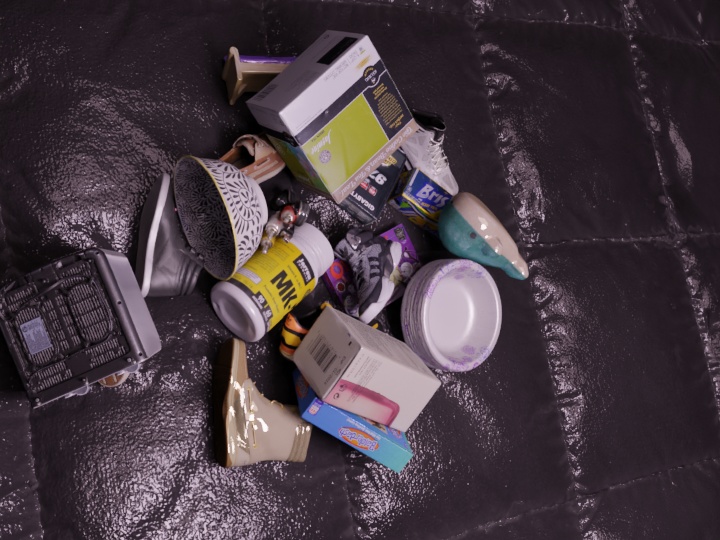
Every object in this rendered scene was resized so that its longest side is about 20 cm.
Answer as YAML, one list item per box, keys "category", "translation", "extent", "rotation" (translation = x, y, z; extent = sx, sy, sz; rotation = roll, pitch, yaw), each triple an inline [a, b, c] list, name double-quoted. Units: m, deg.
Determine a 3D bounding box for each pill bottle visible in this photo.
- category: "pill bottle"
  translation: [-0.142, 0.014, 1.460]
  extent: [0.200, 0.114, 0.115]
  rotation: [-44, 101, -32]

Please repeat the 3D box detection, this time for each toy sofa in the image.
- category: "toy sofa"
  translation: [-0.139, -0.354, 1.554]
  extent: [0.198, 0.083, 0.099]
  rotation: [-4, 71, -21]

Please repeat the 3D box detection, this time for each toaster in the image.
- category: "toaster"
  translation: [-0.401, 0.070, 1.240]
  extent: [0.179, 0.119, 0.202]
  rotation: [-24, 89, 2]

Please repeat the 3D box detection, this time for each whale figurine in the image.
- category: "whale figurine"
  translation: [0.222, -0.049, 1.628]
  extent: [0.104, 0.159, 0.200]
  rotation: [-42, 110, 11]

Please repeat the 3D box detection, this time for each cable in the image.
- category: "cable"
  translation: [-0.127, -0.104, 1.462]
  extent: [0.050, 0.097, 0.201]
  rotation: [33, 23, -22]

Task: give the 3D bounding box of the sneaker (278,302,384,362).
- category: "sneaker"
  translation: [-0.040, 0.095, 1.489]
  extent: [0.198, 0.070, 0.091]
  rotation: [-8, 122, -30]

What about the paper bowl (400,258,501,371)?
- category: "paper bowl"
  translation: [0.156, 0.081, 1.616]
  extent: [0.199, 0.104, 0.203]
  rotation: [1, 88, -38]

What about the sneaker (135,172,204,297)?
- category: "sneaker"
  translation: [-0.297, -0.050, 1.412]
  extent: [0.098, 0.070, 0.202]
  rotation: [11, 77, -30]

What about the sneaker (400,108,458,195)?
- category: "sneaker"
  translation: [0.137, -0.222, 1.693]
  extent: [0.201, 0.115, 0.076]
  rotation: [49, 58, -12]

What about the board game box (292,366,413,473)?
- category: "board game box"
  translation: [-0.016, 0.235, 1.462]
  extent: [0.199, 0.152, 0.045]
  rotation: [33, 102, -19]

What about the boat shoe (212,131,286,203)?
- category: "boat shoe"
  translation: [-0.181, -0.194, 1.502]
  extent: [0.075, 0.072, 0.200]
  rotation: [25, 55, 22]

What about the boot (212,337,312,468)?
- category: "boot"
  translation: [-0.154, 0.211, 1.424]
  extent: [0.154, 0.073, 0.202]
  rotation: [4, 77, -30]

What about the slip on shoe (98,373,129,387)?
- category: "slip on shoe"
  translation: [-0.375, 0.071, 1.335]
  extent: [0.061, 0.075, 0.202]
  rotation: [-10, 90, -75]

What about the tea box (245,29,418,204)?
- category: "tea box"
  translation: [-0.045, -0.257, 1.474]
  extent: [0.200, 0.133, 0.197]
  rotation: [-43, 124, -14]

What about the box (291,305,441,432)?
- category: "box"
  translation: [0.009, 0.162, 1.430]
  extent: [0.199, 0.128, 0.109]
  rotation: [29, 101, -40]

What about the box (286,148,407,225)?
- category: "box"
  translation: [-0.025, -0.205, 1.630]
  extent: [0.199, 0.046, 0.160]
  rotation: [36, 61, -17]

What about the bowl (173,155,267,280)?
- category: "bowl"
  translation: [-0.208, -0.095, 1.395]
  extent: [0.094, 0.200, 0.203]
  rotation: [-23, 89, -31]

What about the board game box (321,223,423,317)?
- category: "board game box"
  translation: [0.027, 0.007, 1.618]
  extent: [0.199, 0.032, 0.121]
  rotation: [-30, 89, -33]

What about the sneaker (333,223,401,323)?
- category: "sneaker"
  translation: [0.000, 0.000, 1.530]
  extent: [0.113, 0.076, 0.201]
  rotation: [32, 40, -12]

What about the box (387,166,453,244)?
- category: "box"
  translation: [0.151, -0.109, 1.700]
  extent: [0.199, 0.064, 0.071]
  rotation: [36, 66, -19]
